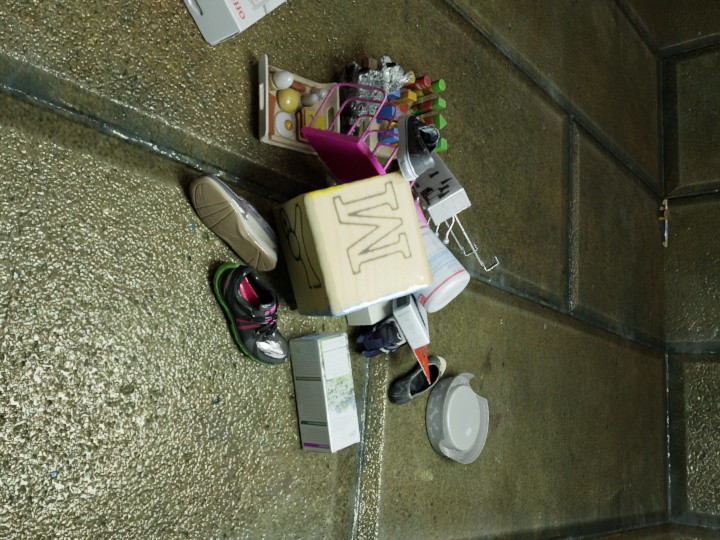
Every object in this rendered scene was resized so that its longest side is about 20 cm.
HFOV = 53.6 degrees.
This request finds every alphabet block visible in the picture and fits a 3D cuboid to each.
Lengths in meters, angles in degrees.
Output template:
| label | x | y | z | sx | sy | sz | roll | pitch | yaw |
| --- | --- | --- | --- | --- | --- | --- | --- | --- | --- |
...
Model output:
| label | x | y | z | sx | sy | sz | roll | pitch | yaw |
| --- | --- | --- | --- | --- | --- | --- | --- | --- | --- |
| alphabet block | -0.017 | -0.043 | 1.225 | 0.195 | 0.195 | 0.202 | -16 | 94 | -24 |

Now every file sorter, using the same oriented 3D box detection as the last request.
| label | x | y | z | sx | sy | sz | roll | pitch | yaw |
| --- | --- | --- | --- | --- | --- | --- | --- | --- | --- |
| file sorter | 0.016 | -0.234 | 1.319 | 0.126 | 0.138 | 0.200 | -60 | 143 | -14 |

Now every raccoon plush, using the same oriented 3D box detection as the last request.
| label | x | y | z | sx | sy | sz | roll | pitch | yaw |
| --- | --- | --- | --- | --- | --- | --- | --- | --- | --- |
| raccoon plush | 0.025 | -0.333 | 1.435 | 0.133 | 0.097 | 0.202 | 1 | 113 | -30 |

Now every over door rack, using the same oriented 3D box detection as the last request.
| label | x | y | z | sx | sy | sz | roll | pitch | yaw |
| --- | --- | --- | --- | --- | --- | --- | --- | --- | --- |
| over door rack | 0.203 | -0.080 | 1.581 | 0.067 | 0.148 | 0.200 | -44 | 110 | 2 |

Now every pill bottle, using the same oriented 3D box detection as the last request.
| label | x | y | z | sx | sy | sz | roll | pitch | yaw |
| --- | --- | --- | --- | --- | --- | --- | --- | --- | --- |
| pill bottle | 0.113 | -0.026 | 1.396 | 0.108 | 0.109 | 0.201 | -17 | 62 | -50 |

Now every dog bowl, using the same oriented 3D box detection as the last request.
| label | x | y | z | sx | sy | sz | roll | pitch | yaw |
| --- | --- | --- | --- | --- | --- | --- | --- | --- | --- |
| dog bowl | 0.220 | 0.336 | 1.631 | 0.199 | 0.058 | 0.203 | 8 | 80 | -50 |

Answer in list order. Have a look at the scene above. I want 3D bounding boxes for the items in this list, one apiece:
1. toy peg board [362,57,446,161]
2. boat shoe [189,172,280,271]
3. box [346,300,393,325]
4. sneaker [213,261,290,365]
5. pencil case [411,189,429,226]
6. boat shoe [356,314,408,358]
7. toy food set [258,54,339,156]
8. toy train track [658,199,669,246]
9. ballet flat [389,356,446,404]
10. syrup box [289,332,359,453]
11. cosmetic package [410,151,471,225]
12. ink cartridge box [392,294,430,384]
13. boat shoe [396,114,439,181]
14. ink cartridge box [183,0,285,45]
| label | x | y | z | sx | sy | sz | roll | pitch | yaw |
| --- | --- | --- | --- | --- | --- | --- | --- | --- | --- |
| toy peg board | 0.105 | -0.345 | 1.542 | 0.198 | 0.097 | 0.203 | 6 | 80 | -51 |
| boat shoe | -0.200 | -0.085 | 1.161 | 0.200 | 0.071 | 0.065 | 51 | 37 | -30 |
| box | 0.000 | 0.000 | 1.392 | 0.082 | 0.068 | 0.202 | -21 | 102 | -48 |
| sneaker | -0.168 | 0.076 | 1.163 | 0.077 | 0.083 | 0.201 | -51 | 123 | -40 |
| pencil case | 0.097 | -0.105 | 1.505 | 0.201 | 0.093 | 0.091 | 61 | 26 | -27 |
| boat shoe | 0.051 | 0.130 | 1.447 | 0.075 | 0.092 | 0.200 | 68 | 10 | 9 |
| toy food set | -0.108 | -0.297 | 1.301 | 0.199 | 0.060 | 0.145 | 5 | 82 | -51 |
| toy train track | 1.298 | -0.203 | 3.052 | 0.114 | 0.032 | 0.203 | -13 | 102 | -58 |
| ballet flat | 0.135 | 0.240 | 1.537 | 0.199 | 0.056 | 0.067 | -26 | 107 | -49 |
| syrup box | -0.064 | 0.217 | 1.276 | 0.078 | 0.081 | 0.203 | -8 | 93 | -49 |
| cosmetic package | 0.149 | -0.180 | 1.461 | 0.051 | 0.082 | 0.201 | 58 | 5 | -37 |
| ink cartridge box | 0.118 | 0.108 | 1.458 | 0.175 | 0.043 | 0.200 | 61 | 12 | -18 |
| boat shoe | 0.102 | -0.219 | 1.204 | 0.070 | 0.066 | 0.201 | 62 | 20 | -24 |
| ink cartridge box | -0.204 | -0.490 | 1.189 | 0.200 | 0.082 | 0.147 | -54 | 125 | -40 |
